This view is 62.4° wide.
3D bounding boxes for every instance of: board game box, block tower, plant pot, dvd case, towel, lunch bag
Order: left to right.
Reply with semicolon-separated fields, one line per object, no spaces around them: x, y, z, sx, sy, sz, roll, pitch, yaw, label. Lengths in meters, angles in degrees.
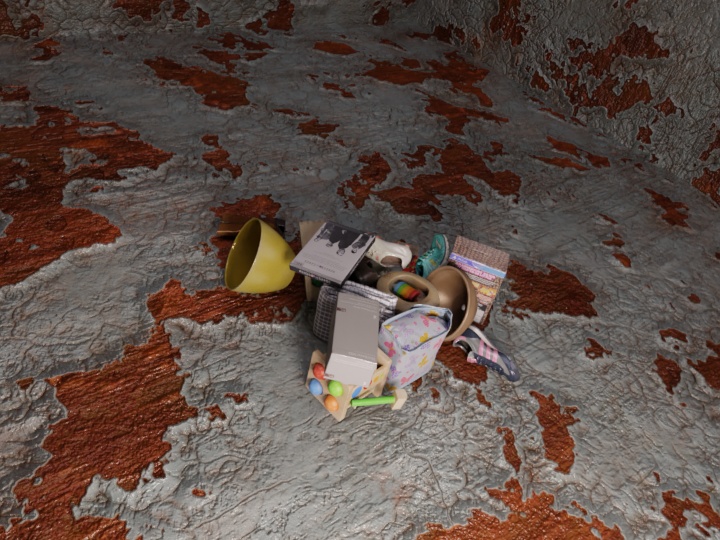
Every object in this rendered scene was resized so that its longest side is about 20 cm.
-0.255;-0.020;1.592;0.141;0.200;0.201;23;31;-31;plant pot
-0.069;-0.046;1.521;0.149;0.025;0.201;19;47;19;dvd case
-0.018;0.121;1.496;0.198;0.167;0.086;18;41;6;towel
0.078;-0.064;1.842;0.197;0.058;0.054;14;38;1;block tower
0.127;0.182;1.466;0.198;0.171;0.127;-20;54;-34;lunch bag
0.250;0.094;1.611;0.092;0.202;0.202;12;33;-37;plant pot
0.311;0.028;1.690;0.158;0.202;0.097;21;38;6;board game box

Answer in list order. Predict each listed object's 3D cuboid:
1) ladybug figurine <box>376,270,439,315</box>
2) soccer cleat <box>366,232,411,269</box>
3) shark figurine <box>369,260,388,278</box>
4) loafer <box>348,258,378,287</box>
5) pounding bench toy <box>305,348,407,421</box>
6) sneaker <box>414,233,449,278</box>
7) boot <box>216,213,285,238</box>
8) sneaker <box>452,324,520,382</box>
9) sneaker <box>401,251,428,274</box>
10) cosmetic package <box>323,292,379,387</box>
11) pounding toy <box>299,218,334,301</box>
0.124;0.072;1.572;0.135;0.073;0.199;-31;46;-25;ladybug figurine
0.047;-0.054;1.684;0.198;0.070;0.078;14;48;16;soccer cleat
0.063;0.035;1.704;0.127;0.090;0.215;-28;38;1;shark figurine
0.000;0.000;1.667;0.070;0.074;0.200;-15;30;-11;loafer
-0.010;0.263;1.356;0.155;0.125;0.200;-25;53;-39;pounding bench toy
0.200;-0.022;1.717;0.079;0.077;0.202;26;68;-15;sneaker
-0.323;-0.111;1.752;0.197;0.069;0.189;7;40;-10;boot
0.327;0.234;1.568;0.082;0.071;0.200;-31;53;-23;sneaker
0.156;-0.001;1.766;0.077;0.086;0.200;30;40;20;sneaker
-0.018;0.151;1.320;0.105;0.091;0.201;12;35;-8;cosmetic package
-0.087;-0.007;1.634;0.140;0.186;0.201;-6;42;-7;pounding toy
